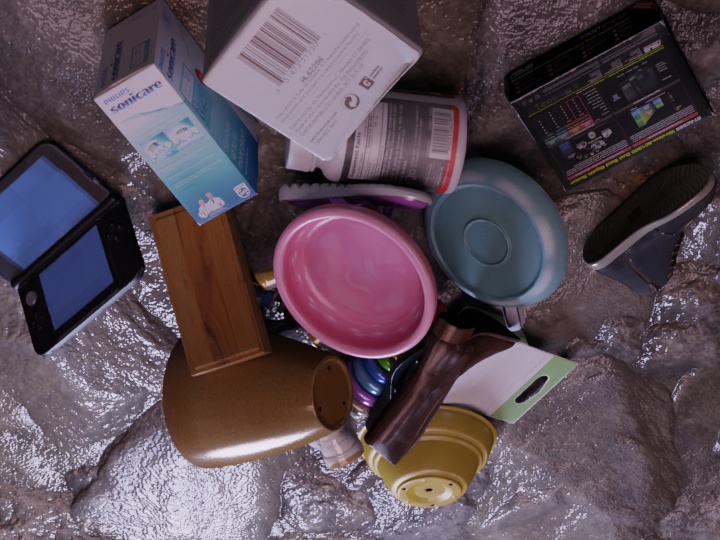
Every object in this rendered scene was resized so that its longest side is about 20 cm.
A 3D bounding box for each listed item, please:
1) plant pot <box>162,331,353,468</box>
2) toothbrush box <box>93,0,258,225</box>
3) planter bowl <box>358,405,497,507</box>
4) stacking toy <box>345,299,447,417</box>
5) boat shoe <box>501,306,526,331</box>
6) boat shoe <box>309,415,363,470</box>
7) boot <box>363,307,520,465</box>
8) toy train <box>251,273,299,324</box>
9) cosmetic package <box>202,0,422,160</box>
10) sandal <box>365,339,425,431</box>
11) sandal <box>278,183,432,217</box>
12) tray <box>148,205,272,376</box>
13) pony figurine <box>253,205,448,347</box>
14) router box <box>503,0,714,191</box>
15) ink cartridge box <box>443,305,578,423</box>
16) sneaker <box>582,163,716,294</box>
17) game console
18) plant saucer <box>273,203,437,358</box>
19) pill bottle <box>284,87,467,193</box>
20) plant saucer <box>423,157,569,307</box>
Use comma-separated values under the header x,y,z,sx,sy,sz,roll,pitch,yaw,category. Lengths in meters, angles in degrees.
x,y,z,sx,sy,sz,roll,pitch,yaw,category
-0.114,0.154,1.774,0.198,0.187,0.187,-5,134,32,plant pot
-0.200,-0.176,1.570,0.085,0.147,0.200,-27,124,17,toothbrush box
0.094,0.272,1.958,0.198,0.084,0.201,-1,144,-1,planter bowl
0.047,0.106,1.833,0.085,0.086,0.200,23,132,-20,stacking toy
0.209,-0.016,1.777,0.085,0.075,0.204,-10,120,0,boat shoe
-0.044,0.198,1.871,0.070,0.200,0.070,-28,104,-8,boat shoe
0.099,0.147,1.746,0.185,0.064,0.201,8,114,-52,boot
-0.080,0.049,1.822,0.198,0.046,0.034,20,126,-18,toy train
-0.052,-0.262,1.473,0.165,0.201,0.167,30,122,-24,cosmetic package
0.066,0.159,1.816,0.075,0.048,0.201,-16,147,-31,sandal
-0.004,-0.072,1.634,0.201,0.050,0.082,4,177,34,sandal
-0.183,0.017,1.714,0.098,0.037,0.202,-18,84,12,tray
0.000,0.000,1.726,0.200,0.167,0.193,-39,99,16,pony figurine
0.286,-0.201,1.630,0.199,0.062,0.150,-27,125,17,router box
0.175,0.130,1.904,0.199,0.048,0.146,17,128,-38,ink cartridge box
0.382,-0.051,1.759,0.106,0.075,0.200,29,131,-29,sneaker
-0.381,-0.022,1.708,0.199,0.172,0.118,-37,149,25,game console
-0.002,0.006,1.615,0.198,0.051,0.202,13,128,18,plant saucer
0.016,-0.154,1.621,0.197,0.115,0.115,6,129,-7,pill bottle
0.157,-0.039,1.708,0.198,0.027,0.202,19,128,26,plant saucer
